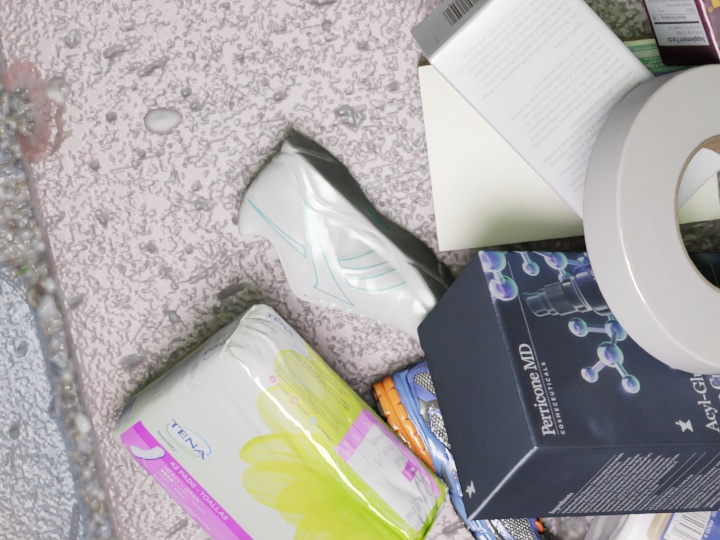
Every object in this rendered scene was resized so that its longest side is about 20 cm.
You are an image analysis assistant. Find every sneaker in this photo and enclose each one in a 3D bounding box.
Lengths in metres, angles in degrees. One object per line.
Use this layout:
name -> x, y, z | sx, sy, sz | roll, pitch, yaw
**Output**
sneaker -> 0.000, 0.000, 1.748 | 0.200, 0.070, 0.080 | 44, 106, -1
sneaker -> 0.094, 0.141, 1.771 | 0.078, 0.075, 0.200 | -38, 101, 5

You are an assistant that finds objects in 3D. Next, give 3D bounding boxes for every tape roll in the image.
tape roll -> 0.231, -0.033, 1.629 | 0.203, 0.037, 0.203 | 5, 80, -34

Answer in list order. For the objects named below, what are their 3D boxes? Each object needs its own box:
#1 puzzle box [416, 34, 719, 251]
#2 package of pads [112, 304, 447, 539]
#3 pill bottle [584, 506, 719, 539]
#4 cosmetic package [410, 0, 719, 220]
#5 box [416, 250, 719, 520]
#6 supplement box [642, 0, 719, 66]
puzzle box -> 0.145, -0.089, 1.743 | 0.200, 0.025, 0.133 | -6, 102, 2
package of pads -> -0.054, 0.133, 1.740 | 0.200, 0.068, 0.155 | 45, 132, -9
pill bottle -> 0.263, 0.213, 1.764 | 0.200, 0.111, 0.111 | 28, 101, -5
cosmetic package -> 0.138, -0.116, 1.666 | 0.101, 0.071, 0.200 | -42, 112, 8
box -> 0.160, 0.075, 1.667 | 0.200, 0.107, 0.148 | 0, 59, -26
supplement box -> 0.232, -0.246, 1.662 | 0.110, 0.086, 0.200 | -24, 102, -16
